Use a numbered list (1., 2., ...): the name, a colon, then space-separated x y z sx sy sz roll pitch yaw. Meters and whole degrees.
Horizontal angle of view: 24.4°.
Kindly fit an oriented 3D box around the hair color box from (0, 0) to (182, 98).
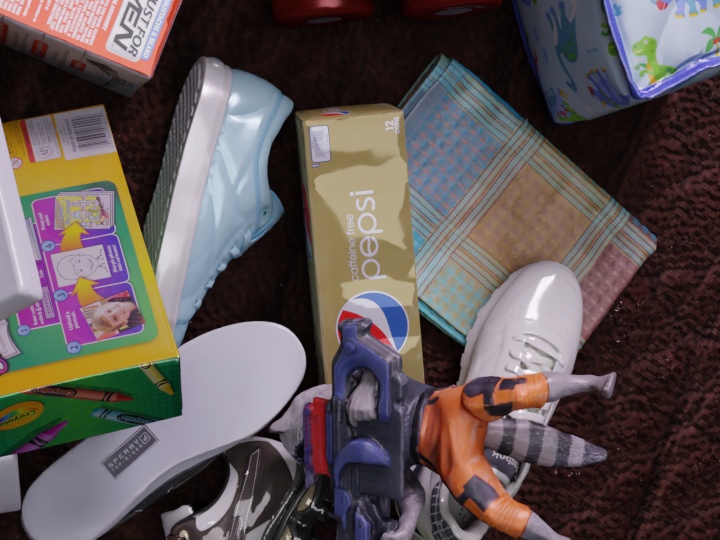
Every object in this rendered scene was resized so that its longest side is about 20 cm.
1. hair color box: -0.211 -0.172 0.983 0.199 0.111 0.064 23 85 -13

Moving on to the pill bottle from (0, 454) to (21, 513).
1. pill bottle: -0.300 0.109 0.959 0.199 0.112 0.113 -6 91 -13

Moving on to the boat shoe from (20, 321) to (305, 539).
1. boat shoe: -0.120 0.099 1.019 0.200 0.057 0.069 -35 84 -4

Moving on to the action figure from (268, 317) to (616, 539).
1. action figure: 0.040 0.121 0.977 0.192 0.105 0.201 12 108 15

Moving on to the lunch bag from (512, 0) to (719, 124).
1. lunch bag: 0.161 -0.206 1.042 0.127 0.170 0.201 -21 93 -12

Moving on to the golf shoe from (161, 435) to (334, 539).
1. golf shoe: -0.094 0.195 1.035 0.094 0.078 0.201 29 76 -1

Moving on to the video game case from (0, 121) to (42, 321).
1. video game case: -0.269 -0.038 0.902 0.182 0.023 0.201 -26 67 19

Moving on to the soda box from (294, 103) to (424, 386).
1. soda box: 0.000 0.000 1.036 0.064 0.068 0.201 -5 100 -6

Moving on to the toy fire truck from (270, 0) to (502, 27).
1. toy fire truck: 0.011 -0.215 1.000 0.199 0.168 0.113 -5 91 -1

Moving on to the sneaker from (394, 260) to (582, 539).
1. sneaker: 0.095 0.086 1.052 0.076 0.080 0.201 26 80 -9

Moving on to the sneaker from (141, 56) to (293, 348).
1. sneaker: -0.089 -0.026 1.032 0.082 0.074 0.201 16 92 -19

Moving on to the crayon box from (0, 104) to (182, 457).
1. crayon box: -0.183 0.002 0.960 0.118 0.058 0.201 -12 54 -13

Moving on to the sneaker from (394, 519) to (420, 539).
1. sneaker: -0.020 0.247 1.036 0.078 0.090 0.201 30 83 -12

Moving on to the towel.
1. towel: 0.085 -0.027 1.099 0.200 0.022 0.147 39 82 -10
